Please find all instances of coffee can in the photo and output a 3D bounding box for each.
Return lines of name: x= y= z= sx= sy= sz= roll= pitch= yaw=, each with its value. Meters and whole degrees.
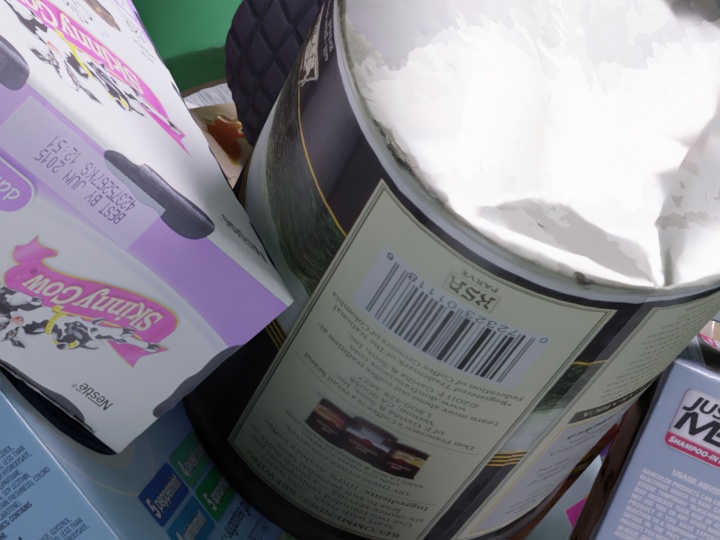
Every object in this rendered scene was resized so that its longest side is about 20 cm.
coffee can: x=0.036 y=-0.014 z=0.697 sx=0.147 sy=0.146 sz=0.200 roll=53 pitch=-30 yaw=13

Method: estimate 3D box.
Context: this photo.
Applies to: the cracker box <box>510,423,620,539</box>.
cracker box: x=0.001 y=0.031 z=0.949 sx=0.057 sy=0.134 sz=0.201 roll=-14 pitch=61 yaw=-42

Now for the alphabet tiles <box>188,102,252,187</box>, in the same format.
alphabet tiles: x=0.000 y=0.000 z=0.854 sx=0.199 sy=0.006 sz=0.167 roll=-15 pitch=61 yaw=-51

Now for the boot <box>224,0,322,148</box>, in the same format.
boot: x=0.040 y=-0.042 z=0.888 sx=0.200 sy=0.070 sz=0.132 roll=50 pitch=30 yaw=-5

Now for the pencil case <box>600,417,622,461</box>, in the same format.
pencil case: x=0.114 y=0.100 z=1.182 sx=0.084 sy=0.085 sz=0.201 roll=-78 pitch=159 yaw=-68

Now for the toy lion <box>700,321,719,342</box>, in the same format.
toy lion: x=0.156 y=0.074 z=1.109 sx=0.200 sy=0.068 sz=0.193 roll=-54 pitch=143 yaw=-55

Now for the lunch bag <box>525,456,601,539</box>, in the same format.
lunch bag: x=0.043 y=0.067 z=1.064 sx=0.161 sy=0.077 sz=0.200 roll=80 pitch=-16 yaw=-47

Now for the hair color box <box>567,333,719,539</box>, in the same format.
hair color box: x=0.104 y=0.127 z=0.888 sx=0.060 sy=0.201 sz=0.099 roll=24 pitch=9 yaw=2

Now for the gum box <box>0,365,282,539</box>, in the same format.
gum box: x=-0.108 y=0.030 z=0.708 sx=0.200 sy=0.044 sz=0.170 roll=52 pitch=9 yaw=-3

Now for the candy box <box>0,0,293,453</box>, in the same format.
candy box: x=-0.121 y=-0.069 z=0.660 sx=0.168 sy=0.071 sz=0.200 roll=43 pitch=12 yaw=-43

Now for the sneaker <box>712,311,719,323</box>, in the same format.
sneaker: x=0.145 y=-0.014 z=0.837 sx=0.200 sy=0.080 sz=0.070 roll=31 pitch=9 yaw=-30

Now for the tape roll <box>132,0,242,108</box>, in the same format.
tape roll: x=-0.029 y=-0.077 z=1.050 sx=0.200 sy=0.199 sz=0.049 roll=38 pitch=46 yaw=-58
